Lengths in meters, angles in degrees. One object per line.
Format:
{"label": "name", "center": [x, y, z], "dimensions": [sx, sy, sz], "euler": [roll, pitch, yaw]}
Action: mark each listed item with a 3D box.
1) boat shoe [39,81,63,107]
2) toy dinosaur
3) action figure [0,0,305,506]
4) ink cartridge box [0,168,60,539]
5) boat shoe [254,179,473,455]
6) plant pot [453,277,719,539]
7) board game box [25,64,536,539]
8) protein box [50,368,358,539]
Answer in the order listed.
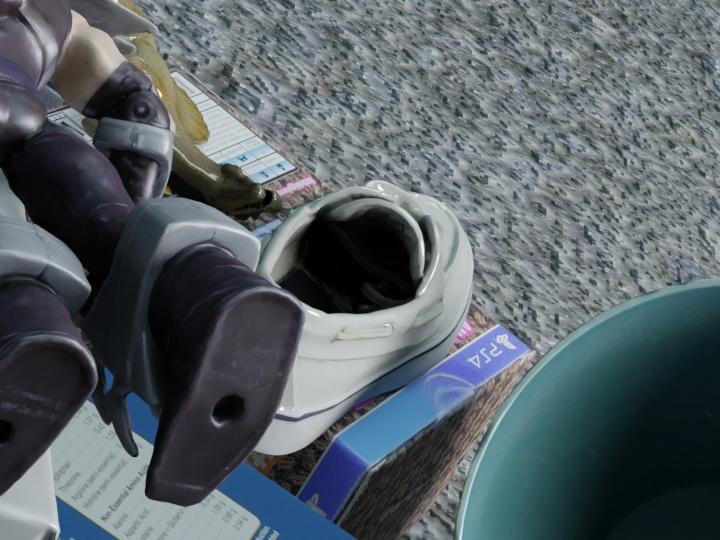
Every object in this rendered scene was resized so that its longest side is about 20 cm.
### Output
{"label": "boat shoe", "center": [-0.102, -0.051, 1.084], "dimensions": [0.200, 0.072, 0.071], "euler": [40, 12, 3]}
{"label": "toy dinosaur", "center": [-0.099, -0.088, 0.950], "dimensions": [0.101, 0.058, 0.201], "euler": [26, 29, -48]}
{"label": "action figure", "center": [-0.087, -0.028, 0.555], "dimensions": [0.129, 0.070, 0.200], "euler": [9, 32, -31]}
{"label": "ink cartridge box", "center": [-0.157, 0.008, 0.582], "dimensions": [0.145, 0.084, 0.201], "euler": [19, 30, -25]}
{"label": "boat shoe", "center": [0.000, 0.000, 0.874], "dimensions": [0.072, 0.066, 0.200], "euler": [39, 28, 12]}
{"label": "plant pot", "center": [0.131, 0.115, 0.861], "dimensions": [0.200, 0.200, 0.135], "euler": [37, -9, 9]}
{"label": "board game box", "center": [-0.059, 0.027, 0.949], "dimensions": [0.200, 0.097, 0.159], "euler": [39, 27, 13]}
{"label": "protein box", "center": [-0.131, 0.115, 0.676], "dimensions": [0.199, 0.135, 0.199], "euler": [34, 27, 2]}
